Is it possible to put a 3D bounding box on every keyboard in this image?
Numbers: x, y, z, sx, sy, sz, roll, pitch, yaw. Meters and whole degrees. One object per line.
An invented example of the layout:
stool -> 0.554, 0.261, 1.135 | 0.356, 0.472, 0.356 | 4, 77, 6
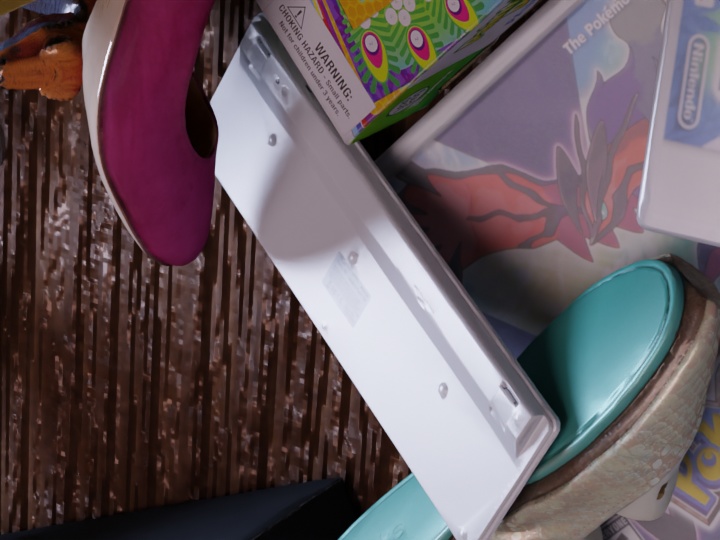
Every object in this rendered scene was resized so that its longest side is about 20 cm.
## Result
keyboard -> 0.000, 0.000, 0.858 | 0.200, 0.011, 0.056 | 56, 134, 37

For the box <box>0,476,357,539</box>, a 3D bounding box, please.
box -> -0.078, 0.164, 0.992 | 0.199, 0.079, 0.142 | -12, 104, 38

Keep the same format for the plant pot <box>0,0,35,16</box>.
plant pot -> -0.181, -0.192, 0.791 | 0.196, 0.194, 0.200 | 45, 146, 26

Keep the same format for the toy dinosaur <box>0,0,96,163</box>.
toy dinosaur -> -0.163, -0.123, 0.919 | 0.181, 0.105, 0.201 | 6, 104, 17

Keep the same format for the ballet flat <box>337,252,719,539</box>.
ballet flat -> 0.061, 0.063, 0.843 | 0.062, 0.068, 0.200 | 24, 135, -24

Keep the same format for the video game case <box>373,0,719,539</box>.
video game case -> 0.105, -0.003, 0.830 | 0.183, 0.023, 0.200 | 53, 129, 5

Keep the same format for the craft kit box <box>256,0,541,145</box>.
craft kit box -> 0.005, -0.167, 0.788 | 0.200, 0.048, 0.197 | 58, 139, 6

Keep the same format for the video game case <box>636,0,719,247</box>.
video game case -> 0.170, -0.090, 0.721 | 0.182, 0.022, 0.201 | 14, 104, 29

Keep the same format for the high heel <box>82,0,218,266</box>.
high heel -> -0.041, -0.078, 0.827 | 0.096, 0.068, 0.200 | -11, 140, 0
